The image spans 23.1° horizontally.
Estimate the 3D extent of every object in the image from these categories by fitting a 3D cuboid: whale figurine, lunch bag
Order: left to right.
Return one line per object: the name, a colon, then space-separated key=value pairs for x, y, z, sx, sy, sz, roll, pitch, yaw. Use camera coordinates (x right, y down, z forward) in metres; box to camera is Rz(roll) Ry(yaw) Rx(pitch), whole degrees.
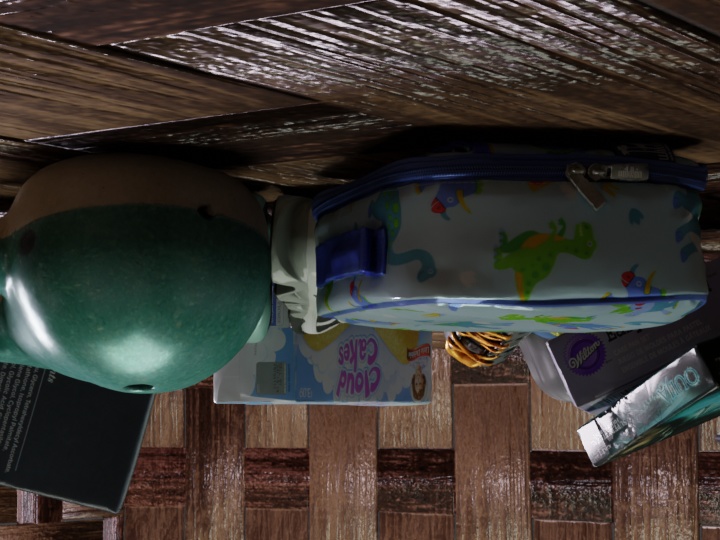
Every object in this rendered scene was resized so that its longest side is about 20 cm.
whale figurine: x=-0.128 y=0.020 z=0.861 sx=0.159 sy=0.104 sz=0.200 roll=13 pitch=152 yaw=-37
lunch bag: x=0.064 y=-0.011 z=0.843 sx=0.160 sy=0.083 sz=0.200 roll=0 pitch=175 yaw=-15

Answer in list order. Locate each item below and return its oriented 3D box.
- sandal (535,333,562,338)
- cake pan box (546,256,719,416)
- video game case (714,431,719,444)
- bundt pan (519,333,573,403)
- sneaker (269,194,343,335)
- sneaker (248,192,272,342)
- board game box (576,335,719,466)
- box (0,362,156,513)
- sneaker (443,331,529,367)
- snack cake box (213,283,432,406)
sandal: x=0.150 y=0.012 z=1.200 sx=0.087 sy=0.080 sz=0.199 roll=1 pitch=176 yaw=43
cake pan box: x=0.220 y=0.035 z=1.103 sx=0.199 sy=0.053 sz=0.184 roll=-28 pitch=164 yaw=12
video game case: x=0.336 y=0.047 z=1.149 sx=0.025 sy=0.181 sz=0.200 roll=41 pitch=165 yaw=-10
bundt pan: x=0.226 y=0.055 z=1.414 sx=0.201 sy=0.076 sz=0.202 roll=-16 pitch=-179 yaw=0
sneaker: x=0.000 y=0.000 z=1.028 sx=0.088 sy=0.075 sz=0.200 roll=1 pitch=176 yaw=3
sneaker: x=-0.121 y=-0.006 z=1.010 sx=0.139 sy=0.078 sz=0.200 roll=2 pitch=166 yaw=-1
board game box: x=0.241 y=0.055 z=1.048 sx=0.199 sy=0.028 sz=0.135 roll=-17 pitch=163 yaw=-31
box: x=-0.226 y=0.053 z=1.039 sx=0.199 sy=0.108 sz=0.148 roll=16 pitch=-176 yaw=-12
sneaker: x=0.098 y=0.035 z=1.313 sx=0.078 sy=0.077 sz=0.200 roll=30 pitch=177 yaw=6
snack cake box: x=-0.021 y=0.036 z=1.217 sx=0.067 sy=0.116 sz=0.200 roll=-3 pitch=175 yaw=28
